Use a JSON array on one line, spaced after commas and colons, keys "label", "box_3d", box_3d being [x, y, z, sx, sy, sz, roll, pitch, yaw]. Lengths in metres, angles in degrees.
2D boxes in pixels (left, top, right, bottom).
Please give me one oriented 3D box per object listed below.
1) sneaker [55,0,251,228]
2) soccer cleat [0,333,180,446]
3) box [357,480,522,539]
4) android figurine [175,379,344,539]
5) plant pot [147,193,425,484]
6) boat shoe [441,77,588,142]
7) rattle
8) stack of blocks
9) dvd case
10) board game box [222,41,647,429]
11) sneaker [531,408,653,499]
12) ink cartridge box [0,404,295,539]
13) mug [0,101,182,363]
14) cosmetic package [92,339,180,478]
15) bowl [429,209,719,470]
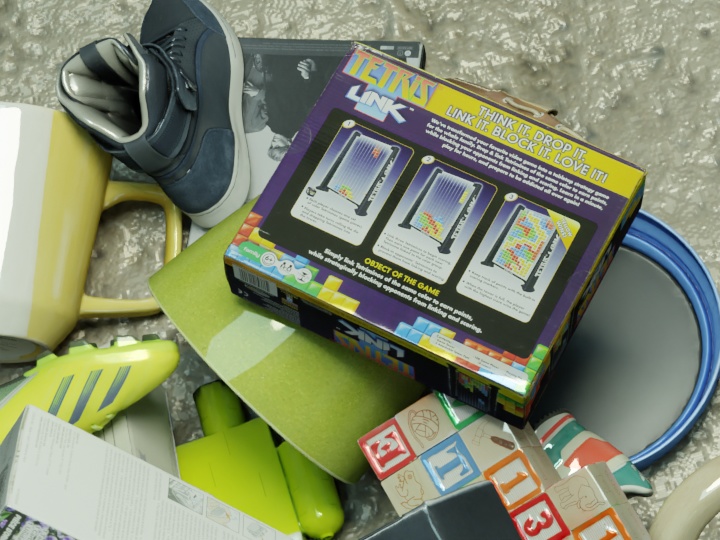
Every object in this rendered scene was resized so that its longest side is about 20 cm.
[{"label": "sneaker", "box_3d": [-0.146, -0.143, 1.614, 0.077, 0.146, 0.203, -31, 50, 21]}, {"label": "soccer cleat", "box_3d": [-0.198, 0.097, 1.466, 0.200, 0.065, 0.084, -21, 81, 10]}, {"label": "box", "box_3d": [0.042, 0.243, 1.317, 0.148, 0.107, 0.200, -30, 81, 22]}, {"label": "android figurine", "box_3d": [-0.100, 0.174, 1.537, 0.181, 0.041, 0.201, -18, 62, 3]}, {"label": "plant pot", "box_3d": [0.000, 0.000, 1.490, 0.200, 0.187, 0.187, -45, 65, 4]}, {"label": "boat shoe", "box_3d": [0.102, -0.081, 1.576, 0.072, 0.076, 0.200, -14, 32, -21]}, {"label": "rattle", "box_3d": [0.194, 0.166, 1.469, 0.200, 0.130, 0.143, -51, 52, 16]}, {"label": "stack of blocks", "box_3d": [0.100, 0.156, 1.390, 0.115, 0.059, 0.200, -34, 77, 13]}, {"label": "dvd case", "box_3d": [-0.039, -0.071, 1.645, 0.150, 0.025, 0.201, 3, 67, 12]}, {"label": "board game box", "box_3d": [0.045, -0.023, 1.386, 0.200, 0.057, 0.166, 26, 67, 14]}, {"label": "sneaker", "box_3d": [0.106, 0.190, 1.453, 0.093, 0.070, 0.200, 32, 91, 20]}, {"label": "ink cartridge box", "box_3d": [-0.130, 0.168, 1.406, 0.050, 0.200, 0.109, -54, 17, 24]}, {"label": "mug", "box_3d": [-0.230, -0.021, 1.598, 0.186, 0.149, 0.154, -3, 73, 17]}, {"label": "cosmetic package", "box_3d": [-0.222, 0.137, 1.527, 0.199, 0.073, 0.104, -23, 50, 13]}, {"label": "bowl", "box_3d": [0.141, 0.049, 1.546, 0.200, 0.039, 0.201, -4, 65, 9]}]
